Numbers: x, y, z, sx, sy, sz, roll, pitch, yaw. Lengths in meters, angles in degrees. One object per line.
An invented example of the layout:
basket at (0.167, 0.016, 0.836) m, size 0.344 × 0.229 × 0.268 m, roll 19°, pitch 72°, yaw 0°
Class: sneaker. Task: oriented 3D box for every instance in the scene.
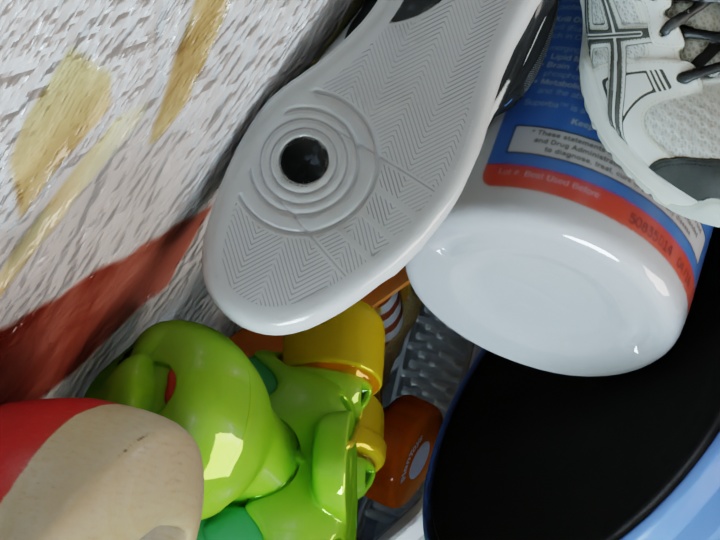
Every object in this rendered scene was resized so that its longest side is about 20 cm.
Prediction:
sneaker at (0.019, -0.052, 1.012) m, size 0.200 × 0.073 × 0.112 m, roll -56°, pitch 169°, yaw -10°
sneaker at (0.108, -0.108, 1.033) m, size 0.075 × 0.200 × 0.088 m, roll -18°, pitch 150°, yaw -10°

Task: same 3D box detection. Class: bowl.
bowl at (0.103, 0.056, 1.132) m, size 0.200 × 0.039 × 0.201 m, roll -38°, pitch -151°, yaw 26°

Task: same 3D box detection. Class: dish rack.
dish rack at (0.040, 0.061, 1.324) m, size 0.200 × 0.043 × 0.172 m, roll 128°, pitch -20°, yaw -65°

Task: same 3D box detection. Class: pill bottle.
pill bottle at (0.096, -0.069, 1.126) m, size 0.112 × 0.112 × 0.200 m, roll 105°, pitch 5°, yaw -61°

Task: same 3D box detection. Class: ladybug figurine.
ladybug figurine at (-0.107, 0.092, 0.859) m, size 0.136 × 0.072 × 0.200 m, roll -57°, pitch 171°, yaw -5°

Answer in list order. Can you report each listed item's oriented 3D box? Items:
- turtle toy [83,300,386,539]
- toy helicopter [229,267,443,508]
turtle toy at (-0.045, 0.081, 1.026) m, size 0.200 × 0.101 × 0.146 m, roll 87°, pitch 6°, yaw -62°
toy helicopter at (0.000, 0.000, 1.159) m, size 0.201 × 0.079 × 0.132 m, roll -68°, pitch 160°, yaw 5°
